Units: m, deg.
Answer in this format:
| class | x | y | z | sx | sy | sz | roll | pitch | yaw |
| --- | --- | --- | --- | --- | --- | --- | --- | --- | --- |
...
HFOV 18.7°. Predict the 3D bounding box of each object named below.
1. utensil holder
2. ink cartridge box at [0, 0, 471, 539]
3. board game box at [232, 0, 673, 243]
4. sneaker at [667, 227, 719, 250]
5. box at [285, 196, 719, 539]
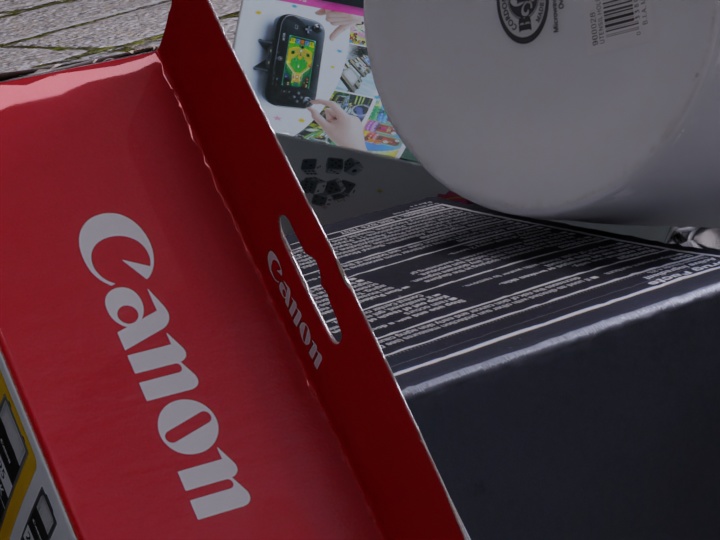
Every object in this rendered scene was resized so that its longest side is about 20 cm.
| class | x | y | z | sx | sy | sz | roll | pitch | yaw |
| --- | --- | --- | --- | --- | --- | --- | --- | --- | --- |
| utensil holder | 0.122 | -0.098 | 0.832 | 0.170 | 0.170 | 0.200 | 7 | 5 | 41 |
| ink cartridge box | -0.063 | 0.046 | 0.603 | 0.084 | 0.200 | 0.176 | -15 | -27 | -25 |
| board game box | 0.037 | -0.069 | 0.990 | 0.200 | 0.064 | 0.148 | 12 | 42 | -5 |
| sneaker | 0.160 | -0.002 | 1.011 | 0.200 | 0.082 | 0.075 | 7 | 21 | 42 |
| box | 0.018 | 0.061 | 0.772 | 0.200 | 0.123 | 0.198 | -16 | 17 | -34 |
